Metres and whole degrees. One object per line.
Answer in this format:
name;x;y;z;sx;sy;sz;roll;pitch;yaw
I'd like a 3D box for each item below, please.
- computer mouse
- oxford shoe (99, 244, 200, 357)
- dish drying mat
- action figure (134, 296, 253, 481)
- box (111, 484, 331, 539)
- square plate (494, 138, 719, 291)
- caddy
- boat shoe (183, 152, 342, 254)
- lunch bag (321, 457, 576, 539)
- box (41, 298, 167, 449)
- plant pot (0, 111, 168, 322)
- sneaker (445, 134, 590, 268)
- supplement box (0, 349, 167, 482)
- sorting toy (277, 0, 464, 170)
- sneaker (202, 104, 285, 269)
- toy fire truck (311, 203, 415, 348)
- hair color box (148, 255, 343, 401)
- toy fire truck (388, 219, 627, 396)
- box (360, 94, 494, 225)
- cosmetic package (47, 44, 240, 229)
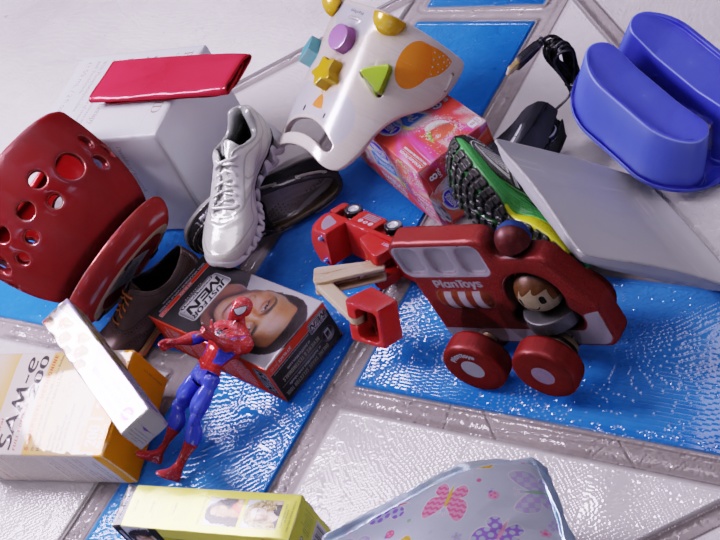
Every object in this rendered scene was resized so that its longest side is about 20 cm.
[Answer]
computer mouse;0.181;-0.157;1.372;0.200;0.141;0.046;-42;38;-14
oxford shoe;-0.264;0.049;1.473;0.200;0.073;0.071;-44;44;-11
dish drying mat;-0.228;-0.229;1.523;0.200;0.018;0.077;0;49;28
action figure;-0.177;0.108;1.294;0.065;0.099;0.200;30;91;41
box;-0.131;0.244;1.206;0.200;0.075;0.050;-2;50;27
square plate;0.241;-0.048;1.231;0.028;0.200;0.198;-63;33;27
caddy;0.311;-0.170;1.327;0.141;0.105;0.200;-35;63;-16
boat shoe;-0.113;-0.071;1.514;0.200;0.074;0.060;-26;36;-8
lunch bag;0.086;0.261;1.028;0.200;0.127;0.170;-32;38;12
box;-0.266;0.104;1.319;0.039;0.041;0.200;-43;49;-3
plant pot;-0.332;-0.054;1.465;0.182;0.200;0.201;34;64;1
sneaker;0.168;-0.072;1.323;0.200;0.078;0.085;43;63;15
supplement box;-0.323;0.158;1.387;0.200;0.074;0.126;-4;58;27
sorting toy;-0.017;-0.203;1.444;0.200;0.107;0.180;28;87;46
sneaker;-0.145;-0.097;1.450;0.075;0.081;0.200;1;62;19
toy fire truck;0.000;0.000;1.363;0.141;0.049;0.200;-33;39;-30
hair color box;-0.127;0.060;1.396;0.200;0.061;0.102;19;60;40
toy fire truck;0.137;0.021;1.190;0.200;0.168;0.112;0;49;43
box;0.069;-0.147;1.462;0.100;0.096;0.200;-37;41;-7
cosmetic package;-0.270;-0.165;1.621;0.200;0.166;0.168;-1;49;28
